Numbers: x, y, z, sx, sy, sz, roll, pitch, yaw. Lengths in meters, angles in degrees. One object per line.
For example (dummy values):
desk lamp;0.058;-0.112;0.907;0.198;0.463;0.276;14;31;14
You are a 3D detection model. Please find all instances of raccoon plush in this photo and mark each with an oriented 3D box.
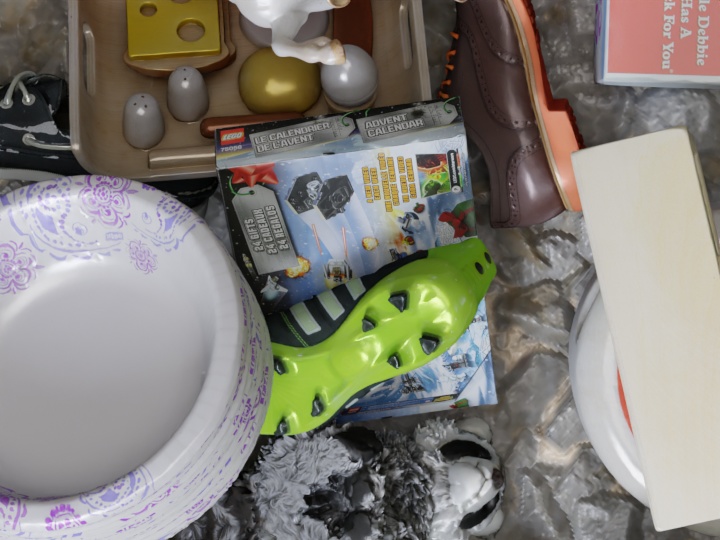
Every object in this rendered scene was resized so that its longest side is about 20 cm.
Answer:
raccoon plush;-0.010;0.117;1.568;0.199;0.134;0.097;14;105;35

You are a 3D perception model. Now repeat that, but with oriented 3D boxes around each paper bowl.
paper bowl;-0.144;0.059;1.432;0.200;0.104;0.201;-6;62;12

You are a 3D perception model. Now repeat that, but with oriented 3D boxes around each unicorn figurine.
unicorn figurine;-0.027;-0.165;1.470;0.199;0.137;0.074;-11;116;-29

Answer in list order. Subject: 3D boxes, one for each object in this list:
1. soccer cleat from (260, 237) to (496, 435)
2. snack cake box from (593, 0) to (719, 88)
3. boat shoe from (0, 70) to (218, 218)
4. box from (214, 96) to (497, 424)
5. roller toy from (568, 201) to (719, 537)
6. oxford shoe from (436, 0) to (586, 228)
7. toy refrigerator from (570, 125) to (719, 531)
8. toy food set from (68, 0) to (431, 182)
soccer cleat;-0.007;0.037;1.473;0.200;0.081;0.068;-23;102;39
snack cake box;0.195;-0.204;1.538;0.114;0.067;0.201;2;93;0
boat shoe;-0.176;-0.084;1.545;0.199;0.076;0.060;14;123;-9
box;0.000;0.000;1.511;0.136;0.040;0.201;-7;130;1
roller toy;0.209;0.057;1.513;0.182;0.140;0.201;-6;93;2
oxford shoe;0.071;-0.120;1.545;0.072;0.071;0.201;-20;91;9
toy refrigerator;0.168;0.030;1.412;0.070;0.076;0.201;-13;84;10
toy food set;-0.064;-0.129;1.513;0.199;0.060;0.144;-4;58;-2
